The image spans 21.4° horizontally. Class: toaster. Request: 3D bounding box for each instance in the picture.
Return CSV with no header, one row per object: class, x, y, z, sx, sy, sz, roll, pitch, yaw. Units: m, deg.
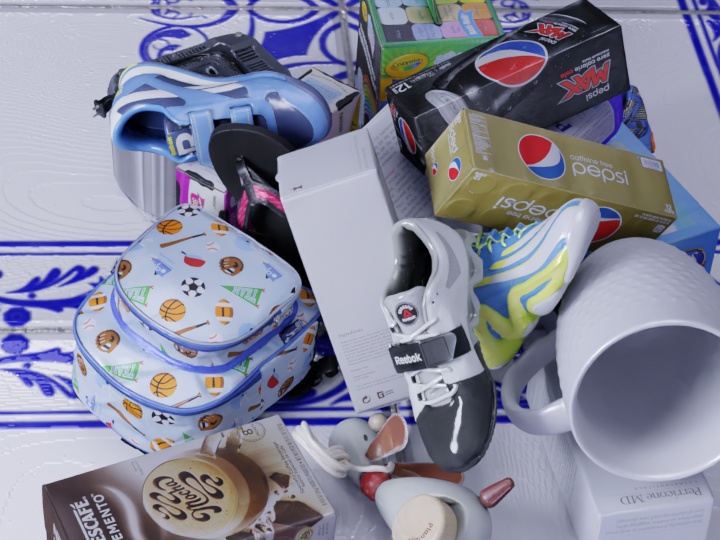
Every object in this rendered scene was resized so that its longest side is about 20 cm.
toaster,-0.158,-0.129,1.791,0.199,0.130,0.114,-24,48,-29

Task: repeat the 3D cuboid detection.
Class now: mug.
mug,0.203,0.067,1.510,0.199,0.148,0.176,-26,28,12

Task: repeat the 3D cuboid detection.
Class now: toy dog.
toy dog,0.051,0.163,1.500,0.096,0.132,0.200,-46,64,1

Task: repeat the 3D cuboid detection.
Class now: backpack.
backpack,-0.143,0.055,1.582,0.199,0.154,0.191,29,57,21

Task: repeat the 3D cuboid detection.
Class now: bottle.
bottle,0.144,-0.100,1.645,0.083,0.066,0.200,24,52,33

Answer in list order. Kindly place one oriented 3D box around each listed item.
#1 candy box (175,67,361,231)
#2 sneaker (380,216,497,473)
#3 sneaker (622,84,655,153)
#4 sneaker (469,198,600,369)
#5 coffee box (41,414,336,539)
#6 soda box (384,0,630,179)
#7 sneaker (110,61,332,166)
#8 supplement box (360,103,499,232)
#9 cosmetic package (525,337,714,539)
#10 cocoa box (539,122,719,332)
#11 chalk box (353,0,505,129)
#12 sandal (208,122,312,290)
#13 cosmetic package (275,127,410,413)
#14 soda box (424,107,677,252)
candy box,-0.083,-0.077,1.736,0.061,0.137,0.200,28,47,24
sneaker,0.050,0.054,1.450,0.074,0.088,0.201,-21,64,32
sneaker,0.199,-0.131,1.858,0.199,0.079,0.075,-21,27,-30
sneaker,0.109,-0.002,1.512,0.105,0.200,0.076,32,45,2
coffee box,-0.133,0.200,1.465,0.199,0.080,0.113,-15,47,-22
soda box,0.125,-0.154,1.605,0.199,0.071,0.063,-26,38,-13
sneaker,-0.123,-0.125,1.633,0.199,0.074,0.082,4,39,15
supplement box,0.048,-0.030,1.662,0.200,0.101,0.103,45,48,-3
cosmetic package,0.210,0.143,1.569,0.101,0.074,0.201,-6,42,-11
cocoa box,0.209,-0.035,1.722,0.133,0.132,0.200,-16,46,-22
chalk box,0.066,-0.213,1.854,0.123,0.201,0.125,-4,43,-10
sandal,-0.068,-0.039,1.613,0.075,0.201,0.045,-11,34,24
cosmetic package,0.000,0.000,1.554,0.084,0.201,0.108,-16,24,3
soda box,0.155,-0.068,1.554,0.199,0.068,0.064,12,51,-26
